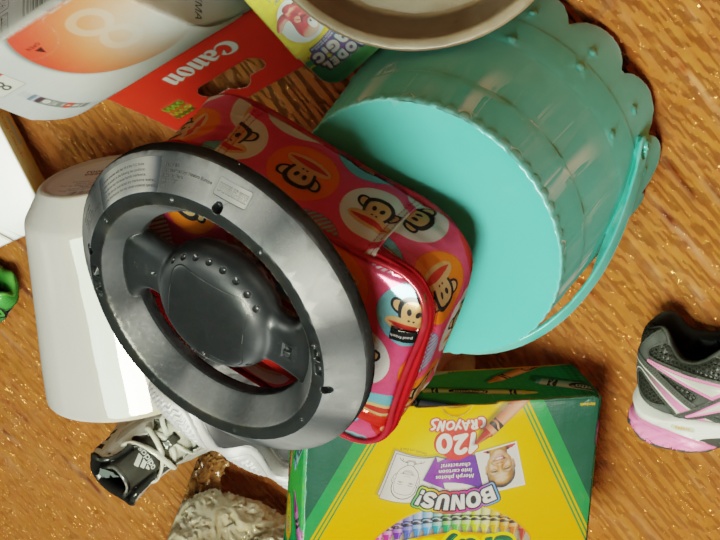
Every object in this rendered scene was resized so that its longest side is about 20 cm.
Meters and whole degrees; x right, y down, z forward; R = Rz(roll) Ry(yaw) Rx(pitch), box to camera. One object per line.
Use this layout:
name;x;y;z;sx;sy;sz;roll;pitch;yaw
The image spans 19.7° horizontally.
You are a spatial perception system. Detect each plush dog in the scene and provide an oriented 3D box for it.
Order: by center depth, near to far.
plush dog;-0.067;0.234;1.571;0.171;0.161;0.200;21;161;-2

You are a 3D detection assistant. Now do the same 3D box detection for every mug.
mug;-0.149;-0.002;1.448;0.149;0.186;0.154;24;132;59

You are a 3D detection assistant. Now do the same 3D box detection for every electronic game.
electronic game;-0.077;0.017;1.166;0.199;0.042;0.201;23;135;25

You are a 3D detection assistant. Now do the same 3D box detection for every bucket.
bucket;0.066;-0.057;1.255;0.207;0.135;0.208;17;130;21

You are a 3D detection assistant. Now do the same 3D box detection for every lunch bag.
lunch bag;-0.042;0.008;1.226;0.200;0.082;0.176;30;137;12

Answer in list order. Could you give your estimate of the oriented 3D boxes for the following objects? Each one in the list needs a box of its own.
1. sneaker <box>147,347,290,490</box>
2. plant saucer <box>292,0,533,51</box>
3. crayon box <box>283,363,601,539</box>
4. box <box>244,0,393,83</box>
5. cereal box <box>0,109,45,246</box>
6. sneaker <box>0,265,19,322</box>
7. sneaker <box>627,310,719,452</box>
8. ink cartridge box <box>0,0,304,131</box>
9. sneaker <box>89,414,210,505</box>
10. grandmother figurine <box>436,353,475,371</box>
sneaker;-0.036;0.084;1.393;0.200;0.076;0.114;29;102;-32
plant saucer;0.030;-0.226;1.179;0.199;0.029;0.201;3;106;9
crayon box;0.052;0.130;1.363;0.199;0.058;0.119;-2;111;-14
box;-0.041;-0.219;1.231;0.117;0.048;0.200;-40;95;18
cereal box;-0.336;-0.062;1.491;0.199;0.040;0.144;-24;104;13
sneaker;-0.334;-0.035;1.560;0.085;0.078;0.200;-30;113;34
sneaker;0.258;0.070;1.279;0.199;0.080;0.087;3;113;22
ink cartridge box;-0.141;-0.130;1.309;0.200;0.050;0.162;24;145;-38
sneaker;-0.120;0.122;1.510;0.200;0.115;0.076;-25;108;40
grandmother figurine;0.000;0.000;1.389;0.121;0.061;0.200;-32;106;18
